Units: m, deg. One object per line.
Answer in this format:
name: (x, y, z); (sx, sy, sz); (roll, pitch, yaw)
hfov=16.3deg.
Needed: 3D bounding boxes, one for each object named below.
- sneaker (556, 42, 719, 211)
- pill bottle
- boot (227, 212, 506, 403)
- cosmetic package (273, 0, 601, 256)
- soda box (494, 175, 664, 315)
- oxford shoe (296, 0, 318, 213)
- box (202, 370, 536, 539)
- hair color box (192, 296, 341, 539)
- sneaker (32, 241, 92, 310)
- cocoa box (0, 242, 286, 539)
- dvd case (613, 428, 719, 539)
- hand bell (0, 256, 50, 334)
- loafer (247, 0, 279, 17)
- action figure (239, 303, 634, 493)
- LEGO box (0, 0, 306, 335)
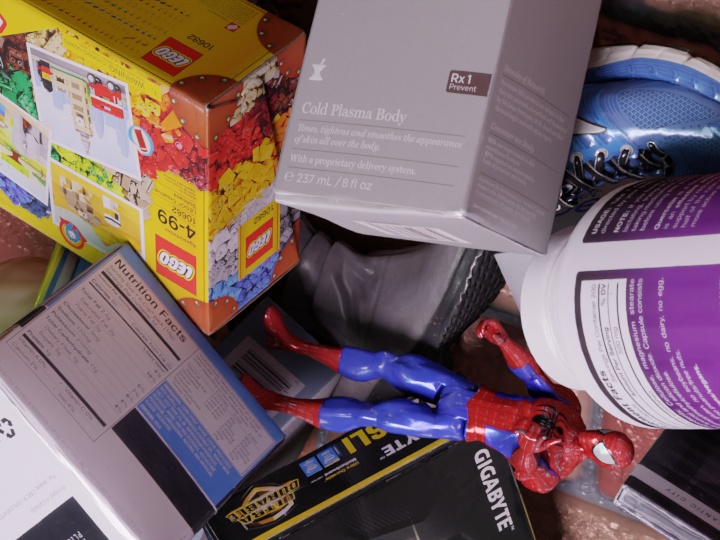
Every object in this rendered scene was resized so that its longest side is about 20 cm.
sneaker: (0.105, -0.057, 1.181); (0.200, 0.089, 0.079); (9, 155, 27)
pill bottle: (0.163, 0.013, 1.082); (0.200, 0.112, 0.113); (-4, 119, 53)
boot: (0.000, 0.000, 1.327); (0.132, 0.070, 0.200); (39, 130, 12)
cosmetic package: (0.044, -0.114, 1.127); (0.107, 0.090, 0.200); (6, 82, 34)
soda box: (0.168, -0.010, 1.203); (0.200, 0.068, 0.064); (-9, 115, 38)
oxford shoe: (0.000, -0.114, 1.240); (0.071, 0.073, 0.200); (21, 130, 20)
box: (0.018, 0.170, 1.344); (0.049, 0.160, 0.200); (53, 167, 49)
hair color box: (-0.080, 0.104, 1.386); (0.061, 0.099, 0.200); (42, 152, 9)
sneaker: (-0.139, 0.072, 1.352); (0.082, 0.074, 0.200); (9, 132, -2)
cocoa box: (-0.163, 0.106, 1.243); (0.133, 0.131, 0.200); (50, 129, -3)
dvd case: (0.215, 0.098, 1.154); (0.149, 0.200, 0.016); (33, 124, 11)
hand bell: (-0.119, 0.005, 1.379); (0.200, 0.104, 0.104); (-30, 101, 44)
loafer: (-0.067, -0.097, 1.311); (0.063, 0.072, 0.200); (23, 139, -3)
action figure: (0.039, 0.057, 1.237); (0.200, 0.065, 0.099); (15, 155, 10)
LEGO box: (-0.126, -0.084, 1.247); (0.200, 0.077, 0.149); (30, 139, 26)
